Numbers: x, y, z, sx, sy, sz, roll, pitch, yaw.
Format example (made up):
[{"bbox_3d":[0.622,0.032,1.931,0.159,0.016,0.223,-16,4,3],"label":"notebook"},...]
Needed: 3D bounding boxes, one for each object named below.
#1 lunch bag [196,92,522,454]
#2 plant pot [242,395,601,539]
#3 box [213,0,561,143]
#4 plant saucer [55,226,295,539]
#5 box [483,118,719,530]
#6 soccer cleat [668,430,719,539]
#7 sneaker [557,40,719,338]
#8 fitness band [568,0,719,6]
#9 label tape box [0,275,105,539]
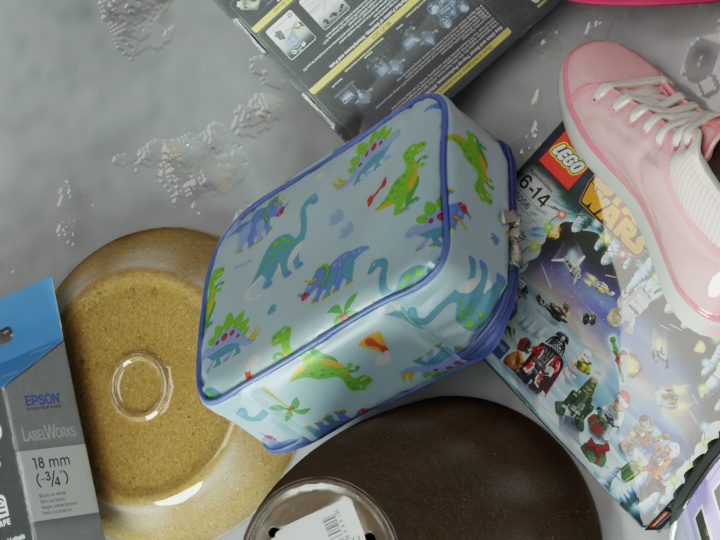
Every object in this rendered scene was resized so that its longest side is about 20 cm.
[{"bbox_3d":[0.000,0.000,1.358,0.199,0.082,0.162,-31,39,30],"label":"lunch bag"},{"bbox_3d":[0.017,0.159,1.317,0.185,0.200,0.189,-2,84,22],"label":"plant pot"},{"bbox_3d":[0.026,-0.184,1.386,0.200,0.049,0.161,-41,102,15],"label":"box"},{"bbox_3d":[-0.129,0.072,1.475,0.199,0.035,0.202,-2,84,23],"label":"plant saucer"},{"bbox_3d":[0.144,0.029,1.361,0.137,0.040,0.200,-48,70,11],"label":"box"},{"bbox_3d":[0.196,0.169,1.307,0.073,0.068,0.201,35,103,36],"label":"soccer cleat"},{"bbox_3d":[0.178,-0.071,1.302,0.105,0.075,0.201,110,143,-49],"label":"sneaker"},{"bbox_3d":[0.162,-0.221,1.332,0.198,0.037,0.145,-1,106,-2],"label":"fitness band"},{"bbox_3d":[-0.236,0.120,1.477,0.144,0.063,0.202,-21,78,40],"label":"label tape box"}]
